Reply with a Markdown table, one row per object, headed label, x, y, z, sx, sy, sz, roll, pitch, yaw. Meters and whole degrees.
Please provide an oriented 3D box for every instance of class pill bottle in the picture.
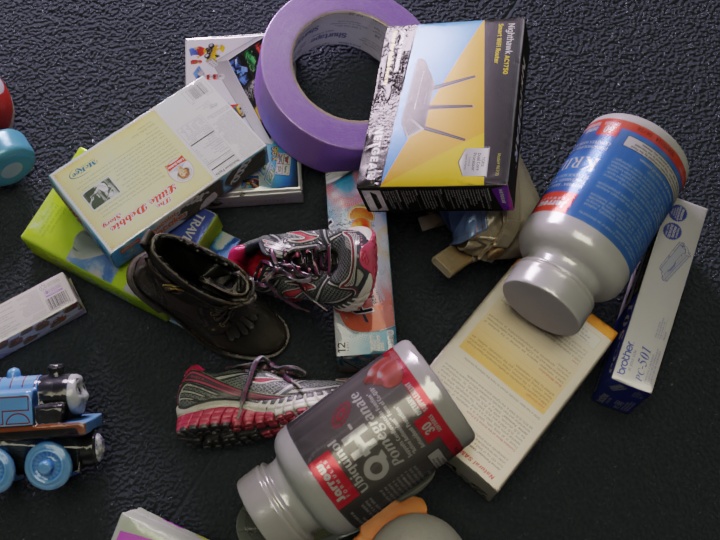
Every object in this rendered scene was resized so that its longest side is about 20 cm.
| label | x | y | z | sx | sy | sz | roll | pitch | yaw |
| --- | --- | --- | --- | --- | --- | --- | --- | --- | --- |
| pill bottle | 0.220 | -0.042 | 0.939 | 0.112 | 0.112 | 0.201 | 31 | 69 | 11 |
| pill bottle | -0.007 | 0.162 | 0.877 | 0.199 | 0.111 | 0.111 | -36 | 73 | -2 |

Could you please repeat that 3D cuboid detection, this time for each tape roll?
| label | x | y | z | sx | sy | sz | roll | pitch | yaw |
| --- | --- | --- | --- | --- | --- | --- | --- | --- | --- |
| tape roll | -0.014 | -0.207 | 1.079 | 0.198 | 0.066 | 0.202 | 4 | 70 | -12 |

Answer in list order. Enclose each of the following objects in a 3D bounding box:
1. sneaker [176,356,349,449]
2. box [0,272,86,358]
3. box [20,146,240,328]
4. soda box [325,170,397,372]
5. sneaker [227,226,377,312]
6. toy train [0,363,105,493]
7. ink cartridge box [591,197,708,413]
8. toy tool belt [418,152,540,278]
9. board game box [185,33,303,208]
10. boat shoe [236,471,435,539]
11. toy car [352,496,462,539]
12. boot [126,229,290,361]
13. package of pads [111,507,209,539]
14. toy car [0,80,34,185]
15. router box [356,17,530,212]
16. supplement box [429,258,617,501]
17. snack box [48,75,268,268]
| label | x | y | z | sx | sy | sz | roll | pitch | yaw |
| --- | --- | --- | --- | --- | --- | --- | --- | --- | --- |
| sneaker | -0.082 | 0.121 | 0.970 | 0.198 | 0.081 | 0.075 | -4 | 60 | -3 |
| box | -0.383 | 0.069 | 1.021 | 0.199 | 0.039 | 0.042 | -30 | 72 | -9 |
| box | -0.243 | -0.034 | 1.052 | 0.199 | 0.048 | 0.123 | 25 | 73 | 10 |
| soda box | 0.000 | 0.000 | 1.023 | 0.063 | 0.068 | 0.202 | -4 | 71 | -1 |
| sneaker | -0.055 | -0.001 | 0.961 | 0.074 | 0.199 | 0.082 | 11 | 78 | -38 |
| toy train | -0.348 | 0.152 | 0.953 | 0.198 | 0.087 | 0.116 | -4 | 91 | 0 |
| ink cartridge box | 0.290 | 0.036 | 0.993 | 0.044 | 0.094 | 0.202 | 20 | 71 | 8 |
| toy tool belt | 0.105 | -0.095 | 1.030 | 0.122 | 0.125 | 0.202 | -14 | 70 | -13 |
| board game box | -0.131 | -0.169 | 1.104 | 0.125 | 0.035 | 0.202 | -3 | 70 | -1 |
| boat shoe | -0.021 | 0.223 | 0.954 | 0.200 | 0.065 | 0.075 | -24 | 55 | -13 |
| toy car | 0.050 | 0.295 | 0.869 | 0.176 | 0.185 | 0.200 | -35 | 61 | -10 |
| boot | -0.133 | 0.029 | 0.937 | 0.199 | 0.174 | 0.070 | 28 | 74 | -19 |
| package of pads | -0.154 | 0.329 | 0.896 | 0.198 | 0.068 | 0.156 | 21 | 84 | 9 |
| toy car | -0.466 | -0.177 | 1.017 | 0.176 | 0.200 | 0.185 | -34 | 73 | -11 |
| router box | 0.085 | -0.155 | 0.979 | 0.148 | 0.051 | 0.202 | 0 | 62 | 17 |
| supplement box | 0.143 | 0.108 | 0.980 | 0.126 | 0.074 | 0.200 | 39 | 75 | 14 |
| snack box | -0.209 | -0.106 | 1.034 | 0.199 | 0.037 | 0.116 | -37 | 71 | -17 |
